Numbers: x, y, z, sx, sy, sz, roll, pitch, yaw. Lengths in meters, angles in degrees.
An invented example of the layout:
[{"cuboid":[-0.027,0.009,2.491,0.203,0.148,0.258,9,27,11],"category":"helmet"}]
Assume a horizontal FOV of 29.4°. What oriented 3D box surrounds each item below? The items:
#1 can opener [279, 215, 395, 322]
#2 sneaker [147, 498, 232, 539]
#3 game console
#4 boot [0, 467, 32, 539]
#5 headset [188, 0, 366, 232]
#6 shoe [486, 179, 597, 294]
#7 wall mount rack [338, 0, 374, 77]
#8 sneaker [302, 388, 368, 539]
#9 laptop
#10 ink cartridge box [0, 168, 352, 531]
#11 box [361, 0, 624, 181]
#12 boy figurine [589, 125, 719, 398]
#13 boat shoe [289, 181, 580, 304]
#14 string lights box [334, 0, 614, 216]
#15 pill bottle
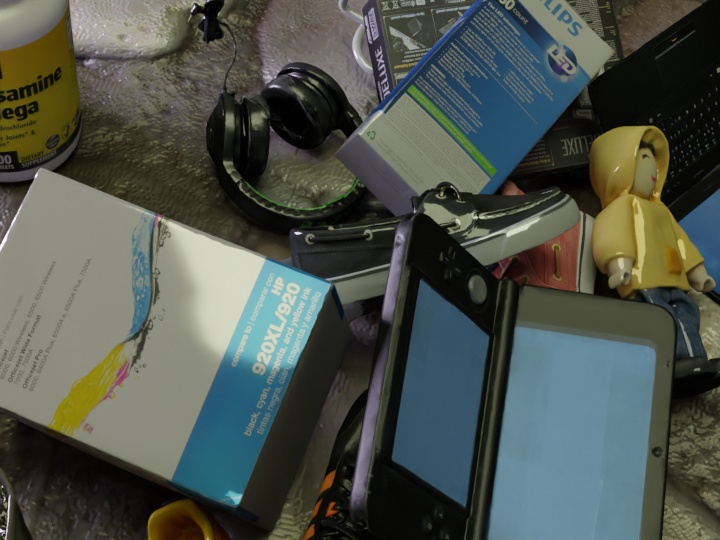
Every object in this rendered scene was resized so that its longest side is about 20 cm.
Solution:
[{"cuboid":[0.000,0.000,0.998,0.199,0.067,0.053,-31,59,-32],"category":"can opener"},{"cuboid":[-0.103,0.226,0.786,0.072,0.077,0.201,-23,47,11],"category":"sneaker"},{"cuboid":[0.097,0.082,0.817,0.115,0.176,0.202,-8,59,34],"category":"game console"},{"cuboid":[-0.175,0.198,0.728,0.072,0.201,0.182,-28,59,-28],"category":"boot"},{"cuboid":[-0.069,-0.126,1.068,0.123,0.094,0.201,-27,70,-25],"category":"headset"},{"cuboid":[0.116,0.020,0.974,0.090,0.072,0.201,24,45,-10],"category":"shoe"},{"cuboid":[0.082,-0.236,1.187,0.173,0.075,0.201,28,54,-1],"category":"wall mount rack"},{"cuboid":[-0.001,0.160,0.808,0.069,0.090,0.202,14,77,10],"category":"sneaker"},{"cuboid":[0.293,-0.092,1.073,0.177,0.202,0.103,-35,26,-30],"category":"laptop"},{"cuboid":[-0.126,0.052,0.857,0.198,0.147,0.146,21,78,10],"category":"ink cartridge box"},{"cuboid":[0.113,-0.150,1.088,0.198,0.050,0.160,-11,87,-14],"category":"box"},{"cuboid":[0.215,-0.009,0.990,0.124,0.064,0.202,11,62,-42],"category":"boy figurine"},{"cuboid":[0.047,-0.026,0.919,0.198,0.057,0.069,-17,9,2],"category":"boat shoe"},{"cuboid":[0.086,-0.124,1.009,0.103,0.059,0.200,44,69,-6],"category":"string lights box"},{"cuboid":[-0.268,-0.170,1.013,0.111,0.201,0.113,3,51,-3],"category":"pill bottle"}]
